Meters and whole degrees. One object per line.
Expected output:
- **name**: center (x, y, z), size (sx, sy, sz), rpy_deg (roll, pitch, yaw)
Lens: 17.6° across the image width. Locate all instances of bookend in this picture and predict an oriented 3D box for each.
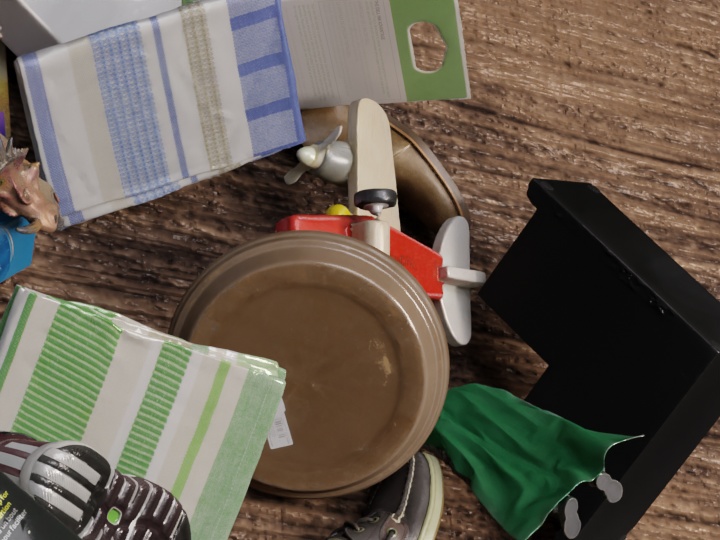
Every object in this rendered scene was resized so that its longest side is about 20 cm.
- **bookend**: center (0.162, 0.071, 1.733), size (0.199, 0.200, 0.092), rpy_deg (44, 23, 27)

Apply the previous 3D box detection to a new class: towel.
- **towel**: center (-0.142, -0.119, 1.653), size (0.199, 0.147, 0.024), rpy_deg (-19, 38, -13)
- **towel**: center (-0.163, 0.105, 1.560), size (0.199, 0.023, 0.153), rpy_deg (19, 97, -20)

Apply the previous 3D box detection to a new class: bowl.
- **bowl**: center (-0.217, -0.221, 1.715), size (0.200, 0.075, 0.200), rpy_deg (45, 41, -16)

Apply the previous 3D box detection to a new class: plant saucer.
- **plant saucer**: center (-0.037, 0.071, 1.607), size (0.200, 0.200, 0.029), rpy_deg (32, 17, -10)

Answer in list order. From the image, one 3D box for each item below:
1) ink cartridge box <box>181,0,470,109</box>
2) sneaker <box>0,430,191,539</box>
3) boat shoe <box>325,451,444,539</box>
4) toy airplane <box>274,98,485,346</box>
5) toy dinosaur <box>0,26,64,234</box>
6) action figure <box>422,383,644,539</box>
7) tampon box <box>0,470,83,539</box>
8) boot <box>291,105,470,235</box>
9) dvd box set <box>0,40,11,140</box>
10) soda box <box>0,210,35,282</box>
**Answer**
- **ink cartridge box**: center (-0.024, -0.176, 1.719), size (0.199, 0.146, 0.048), rpy_deg (-6, 60, 5)
- **sneaker**: center (-0.194, 0.151, 1.517), size (0.115, 0.200, 0.076), rpy_deg (15, 67, 30)
- **boat shoe**: center (0.005, 0.203, 1.621), size (0.065, 0.073, 0.200), rpy_deg (31, 52, -17)
- **toy airplane**: center (0.000, 0.000, 1.714), size (0.200, 0.141, 0.200), rpy_deg (66, 31, -28)
- **toy dinosaur**: center (-0.298, -0.086, 1.541), size (0.199, 0.086, 0.136), rpy_deg (-2, 52, -10)
- **action figure**: center (0.102, 0.127, 1.669), size (0.118, 0.200, 0.055), rpy_deg (-35, 125, -20)
- **tampon box**: center (-0.246, 0.212, 1.406), size (0.200, 0.126, 0.150), rpy_deg (42, 63, -11)
- **boot**: center (0.001, -0.088, 1.804), size (0.200, 0.074, 0.075), rpy_deg (45, 65, 9)
- **dvd box set**: center (-0.326, -0.154, 1.666), size (0.146, 0.029, 0.201), rpy_deg (6, 61, -27)
- **soda box**: center (-0.312, -0.001, 1.552), size (0.068, 0.064, 0.200), rpy_deg (38, 48, 22)
